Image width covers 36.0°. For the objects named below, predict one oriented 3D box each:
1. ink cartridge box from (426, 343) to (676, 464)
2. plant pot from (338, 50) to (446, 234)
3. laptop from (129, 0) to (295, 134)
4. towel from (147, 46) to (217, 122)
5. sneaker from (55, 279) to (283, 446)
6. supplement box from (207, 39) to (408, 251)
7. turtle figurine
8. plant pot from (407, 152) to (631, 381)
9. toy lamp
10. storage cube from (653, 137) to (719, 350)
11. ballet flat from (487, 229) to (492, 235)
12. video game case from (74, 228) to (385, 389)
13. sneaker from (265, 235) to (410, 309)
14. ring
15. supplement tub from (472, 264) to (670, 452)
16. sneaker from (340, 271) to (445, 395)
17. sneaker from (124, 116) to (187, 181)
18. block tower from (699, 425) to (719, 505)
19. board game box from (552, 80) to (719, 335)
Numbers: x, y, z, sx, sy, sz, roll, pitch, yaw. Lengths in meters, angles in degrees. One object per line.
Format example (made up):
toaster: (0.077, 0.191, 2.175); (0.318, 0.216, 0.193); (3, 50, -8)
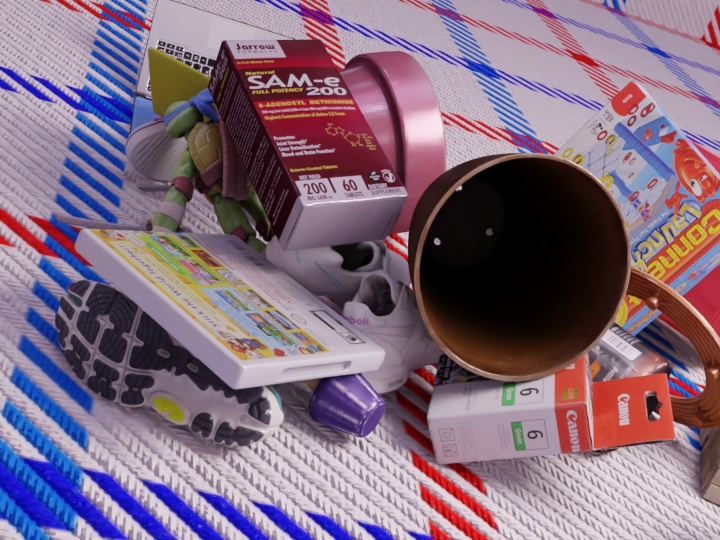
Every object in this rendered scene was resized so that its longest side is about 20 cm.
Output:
ink cartridge box: (0.161, 0.106, 0.941); (0.197, 0.051, 0.109); (-8, 24, 14)
plant pot: (-0.027, -0.131, 1.211); (0.176, 0.203, 0.201); (-10, 37, -22)
laptop: (-0.171, -0.223, 1.340); (0.184, 0.204, 0.116); (14, -7, -16)
towel: (-0.129, -0.150, 1.104); (0.198, 0.087, 0.018); (30, 51, 18)
sneaker: (-0.149, 0.075, 0.866); (0.198, 0.078, 0.080); (30, 7, 5)
supplement box: (-0.050, -0.117, 0.983); (0.107, 0.061, 0.202); (-7, 54, -31)
turtle figurine: (-0.148, -0.052, 1.079); (0.194, 0.200, 0.144); (47, 2, 3)
plant pot: (0.114, -0.024, 0.990); (0.184, 0.190, 0.200); (15, 11, -14)
toy lamp: (-0.066, 0.072, 0.934); (0.199, 0.059, 0.058); (32, 28, 24)
storage cube: (0.375, -0.023, 1.253); (0.170, 0.181, 0.199); (37, 6, 28)
ballet flat: (0.170, -0.006, 1.267); (0.068, 0.070, 0.201); (19, 23, -5)
video game case: (-0.102, 0.025, 0.886); (0.199, 0.023, 0.181); (36, 20, 30)
sneaker: (0.000, 0.000, 1.047); (0.079, 0.072, 0.199); (-14, -13, 33)
ring: (0.275, 0.077, 1.070); (0.019, 0.202, 0.200); (-40, 60, -22)
supplement tub: (0.190, 0.076, 1.067); (0.199, 0.108, 0.106); (37, 30, 29)
sneaker: (0.043, 0.043, 1.012); (0.074, 0.101, 0.199); (6, 17, 28)
sneaker: (-0.197, -0.164, 1.236); (0.199, 0.073, 0.114); (-16, 50, -45)
block tower: (0.372, 0.166, 1.100); (0.057, 0.055, 0.200); (23, 26, 4)
board game box: (0.281, -0.058, 1.171); (0.197, 0.200, 0.056); (55, 20, 24)
